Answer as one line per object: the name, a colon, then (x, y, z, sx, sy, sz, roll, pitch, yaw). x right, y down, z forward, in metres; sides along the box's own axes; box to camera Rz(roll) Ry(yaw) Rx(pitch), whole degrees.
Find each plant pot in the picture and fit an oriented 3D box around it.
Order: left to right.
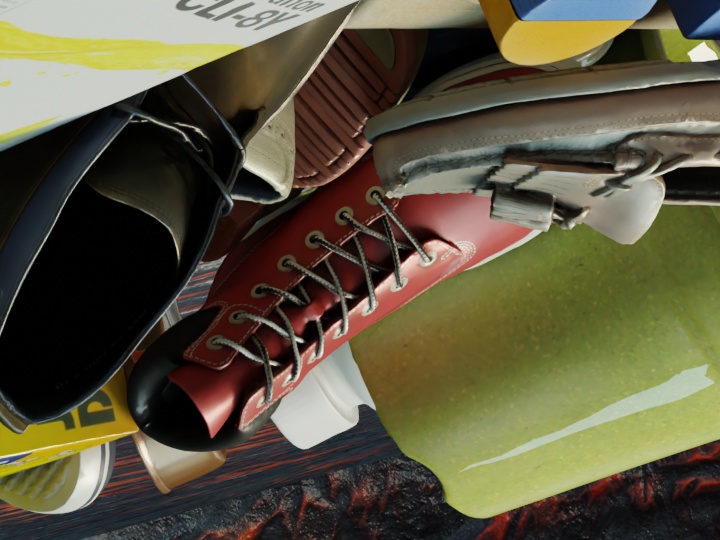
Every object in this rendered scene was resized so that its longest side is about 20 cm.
plant pot: (0.100, 0.011, 0.887, 0.183, 0.202, 0.200, -29, 167, 19)

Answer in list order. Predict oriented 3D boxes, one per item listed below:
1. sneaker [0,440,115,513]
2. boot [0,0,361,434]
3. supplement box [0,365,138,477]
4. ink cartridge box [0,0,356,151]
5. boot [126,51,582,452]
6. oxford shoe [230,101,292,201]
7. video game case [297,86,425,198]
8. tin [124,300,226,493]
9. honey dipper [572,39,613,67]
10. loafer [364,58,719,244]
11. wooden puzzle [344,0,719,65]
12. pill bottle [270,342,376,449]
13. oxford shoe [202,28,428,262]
sneaker: (-0.151, 0.049, 0.932, 0.079, 0.079, 0.199, 0, -162, -39)
boot: (-0.042, -0.041, 0.547, 0.200, 0.097, 0.075, -45, 124, 5)
supplement box: (-0.197, 0.040, 0.838, 0.109, 0.110, 0.199, -9, 173, -41)
ink cartridge box: (-0.086, -0.084, 0.435, 0.199, 0.084, 0.145, -21, 170, 20)
boot: (0.000, 0.000, 0.767, 0.199, 0.073, 0.144, -33, -170, 36)
oxford shoe: (-0.106, -0.043, 0.614, 0.198, 0.075, 0.071, -9, 172, -26)
video game case: (-0.071, -0.039, 0.935, 0.198, 0.018, 0.143, -13, 169, -25)
tin: (-0.101, 0.044, 1.014, 0.042, 0.113, 0.200, -26, -174, -1)
honey dipper: (0.059, -0.112, 0.705, 0.038, 0.038, 0.200, -19, 166, 10)
loafer: (0.102, -0.038, 0.673, 0.198, 0.064, 0.072, -9, 178, -8)
wooden puzzle: (0.112, -0.111, 0.612, 0.184, 0.047, 0.200, -6, 161, -40)
pill bottle: (0.038, 0.006, 1.029, 0.199, 0.110, 0.110, -28, 169, 9)
oxford shoe: (-0.022, -0.069, 0.753, 0.074, 0.071, 0.200, -39, -176, -31)
